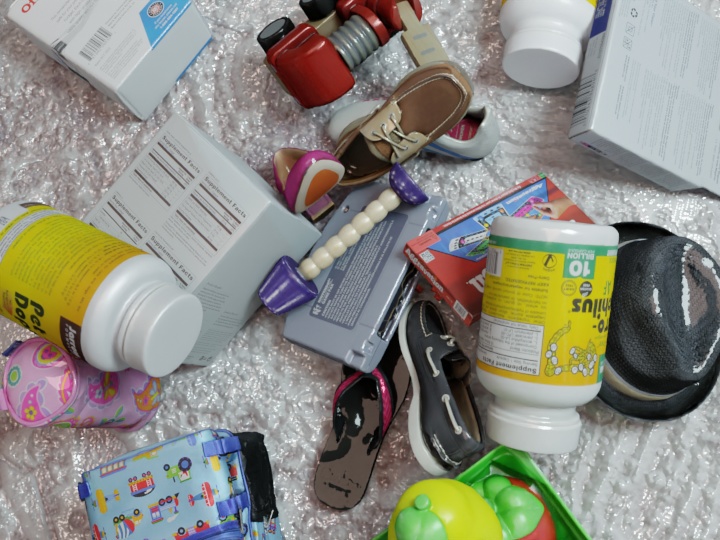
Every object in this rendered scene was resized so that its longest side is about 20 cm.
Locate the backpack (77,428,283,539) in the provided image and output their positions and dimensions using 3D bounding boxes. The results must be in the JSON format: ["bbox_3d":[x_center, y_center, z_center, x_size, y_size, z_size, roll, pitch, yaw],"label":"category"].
[{"bbox_3d":[-0.167,0.270,0.760,0.182,0.135,0.200,-16,75,6],"label":"backpack"}]

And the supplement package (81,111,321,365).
[{"bbox_3d":[-0.178,-0.025,0.823,0.151,0.152,0.200,43,94,19],"label":"supplement package"}]

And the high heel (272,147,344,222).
[{"bbox_3d":[-0.070,-0.108,0.811,0.067,0.200,0.096,-38,85,-10],"label":"high heel"}]

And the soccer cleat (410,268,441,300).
[{"bbox_3d":[0.142,0.015,0.815,0.200,0.069,0.078,26,77,19],"label":"soccer cleat"}]

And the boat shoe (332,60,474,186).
[{"bbox_3d":[0.038,-0.141,0.805,0.076,0.200,0.072,42,49,-13],"label":"boat shoe"}]

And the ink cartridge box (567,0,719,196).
[{"bbox_3d":[0.324,-0.193,0.829,0.200,0.043,0.197,22,75,-23],"label":"ink cartridge box"}]

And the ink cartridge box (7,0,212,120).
[{"bbox_3d":[-0.313,-0.307,0.978,0.200,0.086,0.147,35,82,19],"label":"ink cartridge box"}]

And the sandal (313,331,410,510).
[{"bbox_3d":[0.002,0.149,0.810,0.075,0.045,0.200,13,77,14],"label":"sandal"}]

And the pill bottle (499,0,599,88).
[{"bbox_3d":[0.219,-0.313,0.871,0.112,0.112,0.200,10,76,13],"label":"pill bottle"}]

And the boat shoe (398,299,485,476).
[{"bbox_3d":[0.081,0.101,0.762,0.060,0.074,0.200,-33,34,27],"label":"boat shoe"}]

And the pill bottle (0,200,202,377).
[{"bbox_3d":[-0.243,0.019,0.696,0.200,0.109,0.109,23,79,20],"label":"pill bottle"}]

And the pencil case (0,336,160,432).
[{"bbox_3d":[-0.277,0.119,0.786,0.087,0.200,0.088,-2,78,11],"label":"pencil case"}]

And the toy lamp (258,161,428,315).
[{"bbox_3d":[-0.022,-0.029,0.806,0.200,0.058,0.058,-40,71,7],"label":"toy lamp"}]

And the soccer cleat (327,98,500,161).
[{"bbox_3d":[0.057,-0.170,0.872,0.200,0.086,0.070,6,75,12],"label":"soccer cleat"}]

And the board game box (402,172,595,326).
[{"bbox_3d":[0.151,-0.028,0.799,0.200,0.019,0.103,-28,66,-28],"label":"board game box"}]

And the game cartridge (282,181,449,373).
[{"bbox_3d":[0.000,0.000,0.833,0.133,0.041,0.200,18,76,37],"label":"game cartridge"}]

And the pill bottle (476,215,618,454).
[{"bbox_3d":[0.164,0.055,0.701,0.113,0.113,0.200,6,96,12],"label":"pill bottle"}]

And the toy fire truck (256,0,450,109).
[{"bbox_3d":[0.006,-0.240,0.859,0.176,0.129,0.200,-41,34,-4],"label":"toy fire truck"}]

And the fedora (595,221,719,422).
[{"bbox_3d":[0.287,0.040,0.740,0.200,0.092,0.201,3,75,-11],"label":"fedora"}]

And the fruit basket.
[{"bbox_3d":[0.090,0.249,0.679,0.215,0.216,0.156,-36,79,-2],"label":"fruit basket"}]
